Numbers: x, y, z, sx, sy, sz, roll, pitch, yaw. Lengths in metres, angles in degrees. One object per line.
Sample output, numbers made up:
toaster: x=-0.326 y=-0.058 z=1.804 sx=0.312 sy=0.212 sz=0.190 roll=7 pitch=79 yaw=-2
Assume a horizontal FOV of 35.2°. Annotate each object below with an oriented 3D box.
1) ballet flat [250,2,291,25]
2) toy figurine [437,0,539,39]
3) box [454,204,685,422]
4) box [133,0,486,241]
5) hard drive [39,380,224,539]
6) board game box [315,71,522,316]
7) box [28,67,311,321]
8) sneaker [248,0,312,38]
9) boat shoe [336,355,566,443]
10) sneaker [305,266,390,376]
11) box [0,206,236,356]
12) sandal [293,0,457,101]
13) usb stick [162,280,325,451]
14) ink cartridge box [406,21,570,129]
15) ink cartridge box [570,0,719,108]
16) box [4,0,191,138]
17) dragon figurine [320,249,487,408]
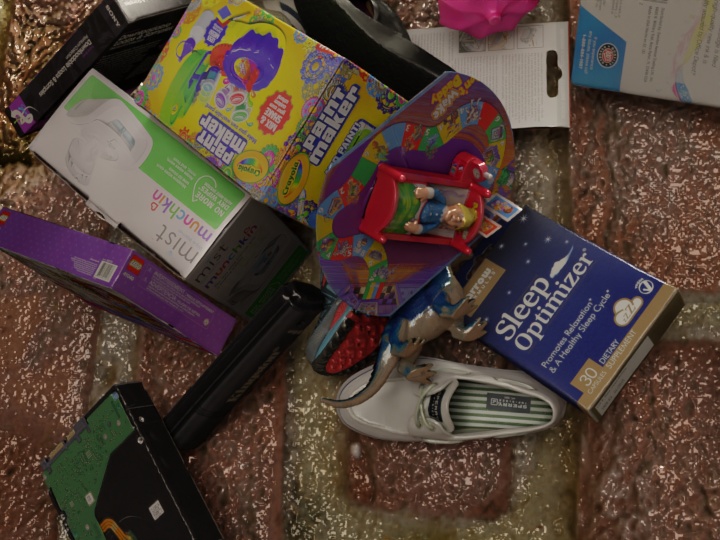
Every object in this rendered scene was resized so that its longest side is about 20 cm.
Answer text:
ballet flat: x=-0.147 y=-0.198 z=1.065 sx=0.199 sy=0.062 sz=0.068 roll=-25 pitch=61 yaw=36
toy figurine: x=0.113 y=-0.296 z=1.019 sx=0.199 sy=0.150 sz=0.185 roll=17 pitch=67 yaw=39
box: x=0.155 y=0.024 z=0.956 sx=0.200 sy=0.032 sz=0.121 roll=34 pitch=85 yaw=41
box: x=-0.042 y=-0.114 z=0.925 sx=0.200 sy=0.192 sz=0.122 roll=38 pitch=99 yaw=42
hard drive: x=-0.196 y=0.217 z=0.991 sx=0.140 sy=0.038 sz=0.201 roll=-44 pitch=68 yaw=28
board game box: x=0.057 y=-0.051 z=0.869 sx=0.200 sy=0.158 sz=0.039 roll=-40 pitch=43 yaw=-17
box: x=-0.167 y=-0.060 z=1.015 sx=0.200 sy=0.176 sz=0.097 roll=38 pitch=86 yaw=20
sneaker: x=-0.062 y=-0.245 z=1.100 sx=0.084 sy=0.075 sz=0.201 roll=-18 pitch=84 yaw=-25
boat shoe: x=0.072 y=0.108 z=0.960 sx=0.198 sy=0.067 sz=0.074 roll=-6 pitch=90 yaw=11
sneaker: x=0.000 y=0.000 z=1.024 sx=0.095 sy=0.079 sz=0.201 roll=22 pitch=77 yaw=36
box: x=-0.220 y=0.008 z=0.993 sx=0.199 sy=0.137 sz=0.039 roll=16 pitch=73 yaw=41
sandal: x=0.022 y=-0.201 z=1.020 sx=0.200 sy=0.075 sz=0.048 roll=39 pitch=61 yaw=14
usb stick: x=-0.106 y=0.086 z=0.992 sx=0.200 sy=0.055 sz=0.033 roll=-48 pitch=58 yaw=20
ink cartridge box: x=0.094 y=-0.166 z=1.048 sx=0.198 sy=0.050 sz=0.110 roll=-1 pitch=74 yaw=12
ink cartridge box: x=0.291 y=-0.223 z=0.960 sx=0.199 sy=0.145 sz=0.085 roll=13 pitch=37 yaw=17
box: x=-0.221 y=-0.200 z=1.039 sx=0.200 sy=0.143 sz=0.036 roll=-30 pitch=93 yaw=40
dragon figurine: x=0.037 y=0.039 z=0.955 sx=0.200 sy=0.059 sz=0.099 roll=-41 pitch=44 yaw=-7
